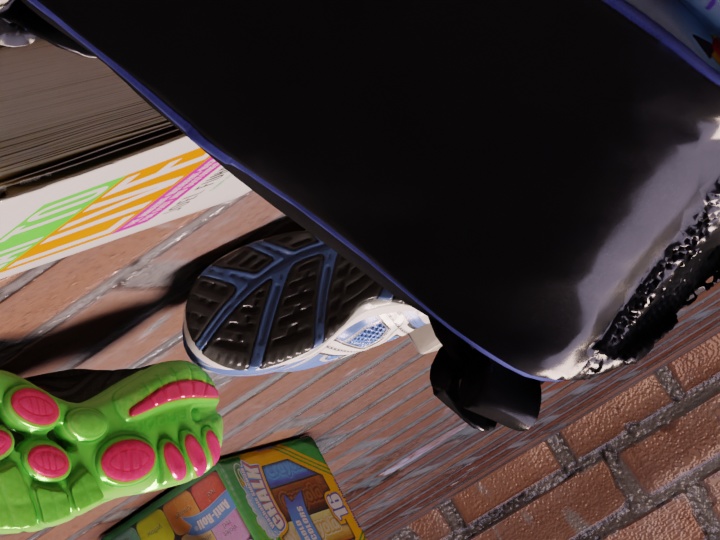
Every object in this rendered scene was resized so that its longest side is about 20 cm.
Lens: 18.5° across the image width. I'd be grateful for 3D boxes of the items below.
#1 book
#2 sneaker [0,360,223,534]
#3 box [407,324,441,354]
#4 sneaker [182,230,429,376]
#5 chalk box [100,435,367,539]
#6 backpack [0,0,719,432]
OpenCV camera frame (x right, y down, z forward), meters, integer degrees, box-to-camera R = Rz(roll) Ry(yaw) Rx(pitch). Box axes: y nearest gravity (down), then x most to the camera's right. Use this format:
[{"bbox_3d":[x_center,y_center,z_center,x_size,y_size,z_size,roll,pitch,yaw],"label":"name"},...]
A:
[{"bbox_3d":[-0.085,-0.040,0.742,0.200,0.048,0.134,-22,171,-44],"label":"book"},{"bbox_3d":[-0.151,0.082,1.008,0.084,0.077,0.200,-14,169,40],"label":"sneaker"},{"bbox_3d":[0.089,-0.009,1.258,0.082,0.068,0.200,-36,168,27],"label":"box"},{"bbox_3d":[0.000,0.000,1.086,0.200,0.076,0.077,-16,171,-20],"label":"sneaker"},{"bbox_3d":[-0.097,0.214,1.642,0.125,0.124,0.200,-34,168,23],"label":"chalk box"},{"bbox_3d":[0.034,-0.084,0.507,0.135,0.182,0.200,-56,171,30],"label":"backpack"}]
